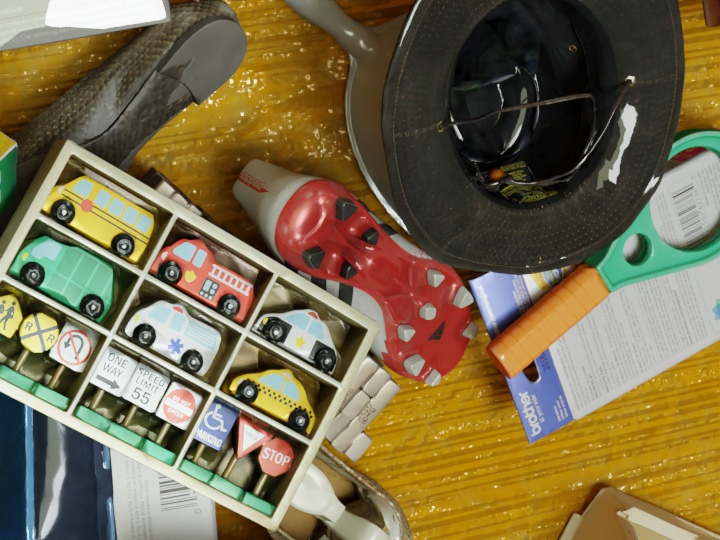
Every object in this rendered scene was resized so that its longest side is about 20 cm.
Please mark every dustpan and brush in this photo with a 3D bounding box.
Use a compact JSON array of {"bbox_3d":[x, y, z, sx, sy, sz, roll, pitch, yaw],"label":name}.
[{"bbox_3d":[0.025,-0.111,0.925,0.200,0.057,0.140,38,87,-30],"label":"dustpan and brush"}]

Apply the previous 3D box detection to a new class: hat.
[{"bbox_3d":[0.083,-0.101,0.877,0.199,0.081,0.202,-10,118,-19],"label":"hat"}]

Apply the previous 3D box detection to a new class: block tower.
[{"bbox_3d":[-0.062,0.024,0.927,0.058,0.054,0.200,-47,114,0],"label":"block tower"}]

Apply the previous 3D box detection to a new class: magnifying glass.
[{"bbox_3d":[0.156,-0.008,0.960,0.200,0.022,0.080,-39,113,-9],"label":"magnifying glass"}]

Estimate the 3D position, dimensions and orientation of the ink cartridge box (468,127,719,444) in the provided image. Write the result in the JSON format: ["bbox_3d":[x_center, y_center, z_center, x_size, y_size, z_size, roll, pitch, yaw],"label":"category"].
[{"bbox_3d":[0.162,0.008,0.998,0.199,0.042,0.120,-28,112,-16],"label":"ink cartridge box"}]

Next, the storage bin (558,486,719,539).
[{"bbox_3d":[0.201,0.272,1.061,0.199,0.094,0.199,25,96,-22],"label":"storage bin"}]

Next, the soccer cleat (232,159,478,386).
[{"bbox_3d":[0.000,0.000,0.936,0.069,0.085,0.200,-53,137,-3],"label":"soccer cleat"}]

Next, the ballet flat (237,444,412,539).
[{"bbox_3d":[-0.023,0.140,0.943,0.200,0.065,0.071,40,81,-38],"label":"ballet flat"}]

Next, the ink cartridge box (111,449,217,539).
[{"bbox_3d":[-0.170,0.174,0.938,0.175,0.045,0.201,-7,106,-17],"label":"ink cartridge box"}]

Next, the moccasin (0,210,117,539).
[{"bbox_3d":[-0.160,0.064,0.867,0.068,0.080,0.201,2,93,-36],"label":"moccasin"}]

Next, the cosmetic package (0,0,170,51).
[{"bbox_3d":[-0.165,-0.217,0.810,0.106,0.090,0.201,-10,105,-15],"label":"cosmetic package"}]

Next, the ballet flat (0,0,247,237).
[{"bbox_3d":[-0.147,-0.079,0.879,0.200,0.046,0.067,-41,144,2],"label":"ballet flat"}]

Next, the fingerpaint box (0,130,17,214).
[{"bbox_3d":[-0.289,-0.027,0.758,0.167,0.073,0.200,37,66,3],"label":"fingerpaint box"}]

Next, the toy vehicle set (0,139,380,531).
[{"bbox_3d":[-0.099,0.036,0.833,0.199,0.026,0.125,31,80,-24],"label":"toy vehicle set"}]

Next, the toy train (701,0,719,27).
[{"bbox_3d":[0.244,-0.104,0.964,0.150,0.055,0.201,-45,125,-51],"label":"toy train"}]
